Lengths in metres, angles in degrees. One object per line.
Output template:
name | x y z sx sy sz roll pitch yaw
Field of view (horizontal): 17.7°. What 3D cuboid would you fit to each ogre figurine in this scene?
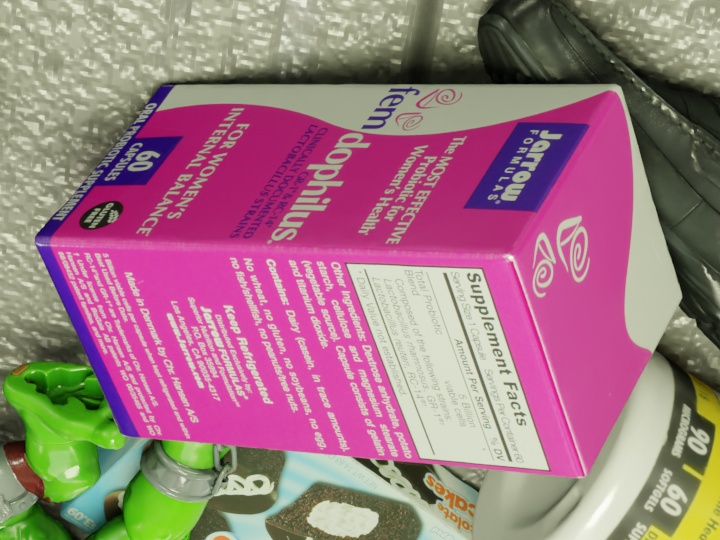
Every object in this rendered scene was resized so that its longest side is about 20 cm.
ogre figurine | -0.145 0.101 0.939 0.200 0.098 0.120 -19 126 -19

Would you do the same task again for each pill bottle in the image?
pill bottle | 0.155 0.124 0.945 0.200 0.114 0.114 33 123 -18

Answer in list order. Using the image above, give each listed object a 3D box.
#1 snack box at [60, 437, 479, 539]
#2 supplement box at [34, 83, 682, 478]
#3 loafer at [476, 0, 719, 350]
snack box | -0.016 0.118 1.006 0.200 0.037 0.116 36 123 -19
supplement box | 0.000 0.000 0.839 0.200 0.101 0.104 3 130 30
loafer | 0.124 -0.036 0.868 0.201 0.068 0.070 45 83 -16
